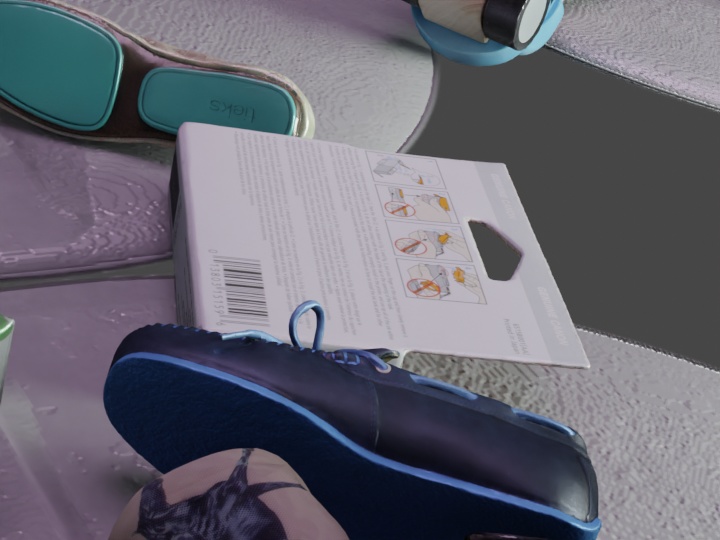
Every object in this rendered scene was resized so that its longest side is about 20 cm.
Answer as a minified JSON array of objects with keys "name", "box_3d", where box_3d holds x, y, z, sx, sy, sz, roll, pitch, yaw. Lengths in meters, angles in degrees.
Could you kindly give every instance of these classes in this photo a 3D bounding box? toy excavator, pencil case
[{"name":"toy excavator","box_3d":[0.111,-0.204,1.215,0.099,0.200,0.195,25,75,20]},{"name":"pencil case","box_3d":[-0.006,0.137,0.578,0.078,0.090,0.200,-33,47,-17]}]

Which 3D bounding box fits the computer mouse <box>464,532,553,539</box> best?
[{"name":"computer mouse","box_3d":[0.111,0.156,0.601,0.137,0.053,0.201,16,29,-19]}]

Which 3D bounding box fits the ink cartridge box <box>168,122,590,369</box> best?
[{"name":"ink cartridge box","box_3d":[0.000,0.000,0.856,0.172,0.044,0.200,7,29,-12]}]

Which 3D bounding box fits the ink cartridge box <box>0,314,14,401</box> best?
[{"name":"ink cartridge box","box_3d":[-0.247,0.037,0.640,0.199,0.088,0.145,26,31,18]}]

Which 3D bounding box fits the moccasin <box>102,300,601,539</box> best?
[{"name":"moccasin","box_3d":[-0.003,0.066,0.714,0.199,0.081,0.068,23,42,-9]}]

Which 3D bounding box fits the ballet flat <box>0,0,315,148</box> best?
[{"name":"ballet flat","box_3d":[-0.121,-0.095,0.971,0.198,0.068,0.062,19,1,2]}]
